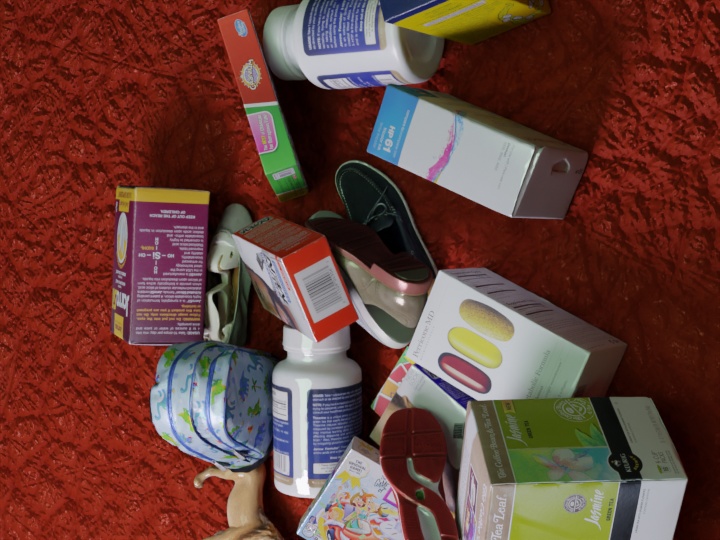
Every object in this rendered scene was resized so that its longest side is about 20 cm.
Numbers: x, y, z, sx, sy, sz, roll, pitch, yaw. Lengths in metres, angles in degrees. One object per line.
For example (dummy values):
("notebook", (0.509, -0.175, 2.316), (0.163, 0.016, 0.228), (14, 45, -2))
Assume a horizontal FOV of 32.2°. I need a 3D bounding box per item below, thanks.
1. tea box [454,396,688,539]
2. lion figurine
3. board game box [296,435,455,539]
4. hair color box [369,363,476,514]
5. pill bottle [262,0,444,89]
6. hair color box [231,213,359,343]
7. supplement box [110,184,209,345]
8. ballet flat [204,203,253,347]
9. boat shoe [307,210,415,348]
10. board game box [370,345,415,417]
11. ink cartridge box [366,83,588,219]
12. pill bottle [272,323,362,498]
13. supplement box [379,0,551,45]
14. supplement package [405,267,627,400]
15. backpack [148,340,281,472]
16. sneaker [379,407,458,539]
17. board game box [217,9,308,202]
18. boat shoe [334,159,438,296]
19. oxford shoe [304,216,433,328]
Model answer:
("tea box", (0.202, 0.246, 1.262), (0.195, 0.134, 0.202), (0, 122, -7))
("lion figurine", (-0.149, 0.303, 1.621), (0.122, 0.072, 0.202), (-13, 80, 25))
("board game box", (0.043, 0.300, 1.457), (0.199, 0.034, 0.135), (30, 110, -4))
("hair color box", (0.118, 0.206, 1.416), (0.200, 0.065, 0.110), (40, 112, 26))
("pill bottle", (-0.012, -0.277, 1.480), (0.198, 0.119, 0.121), (2, 93, 33))
("hair color box", (-0.081, 0.005, 1.486), (0.112, 0.064, 0.200), (67, 165, -17))
("supplement box", (-0.265, -0.009, 1.636), (0.131, 0.102, 0.202), (-171, 83, -67))
("ballet flat", (-0.176, 0.013, 1.631), (0.067, 0.063, 0.202), (5, 94, 33))
("boat shoe", (-0.007, 0.021, 1.527), (0.201, 0.070, 0.072), (54, 138, 18))
("board game box", (0.107, 0.187, 1.475), (0.200, 0.030, 0.096), (40, 112, 23))
("ink cartridge box", (0.130, -0.130, 1.376), (0.199, 0.144, 0.085), (26, 105, 30))
("pill bottle", (-0.052, 0.166, 1.521), (0.110, 0.111, 0.202), (3, 97, 33))
("supplement box", (0.109, -0.324, 1.351), (0.109, 0.199, 0.110), (-16, 83, 32))
("supplement package", (0.170, 0.089, 1.378), (0.199, 0.109, 0.115), (29, 107, 29))
("backpack", (-0.172, 0.157, 1.527), (0.153, 0.199, 0.165), (0, 71, 42))
("sneaker", (0.060, 0.257, 1.363), (0.078, 0.201, 0.116), (-1, 135, -2))
("board game box", (-0.118, -0.198, 1.536), (0.040, 0.153, 0.202), (-18, 79, 0))
("boat shoe", (0.025, -0.050, 1.499), (0.075, 0.062, 0.201), (-40, 69, 29))
("oxford shoe", (0.000, 0.000, 1.437), (0.200, 0.070, 0.075), (36, 129, 42))
